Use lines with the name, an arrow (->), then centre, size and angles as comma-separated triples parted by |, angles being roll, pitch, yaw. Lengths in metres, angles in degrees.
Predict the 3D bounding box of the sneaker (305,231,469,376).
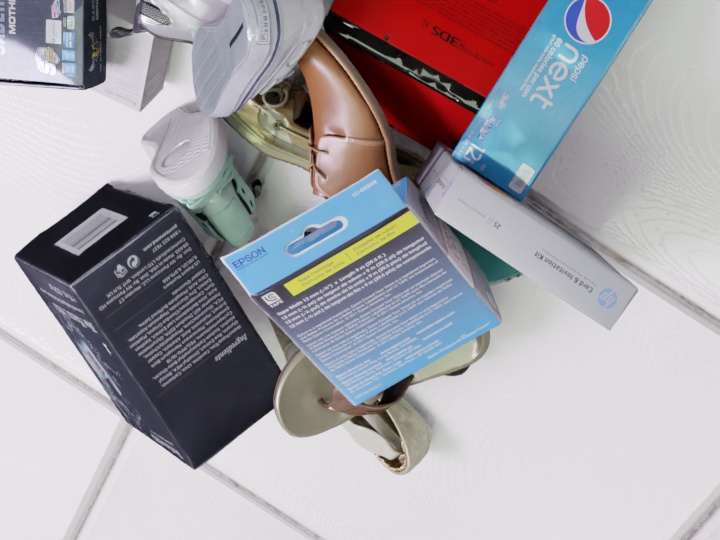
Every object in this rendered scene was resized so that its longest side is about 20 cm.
sneaker -> 0.009, 0.029, 1.593 | 0.199, 0.076, 0.088 | 30, 166, -10

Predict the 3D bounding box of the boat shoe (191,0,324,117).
boat shoe -> -0.077, -0.160, 1.371 | 0.200, 0.066, 0.074 | 165, 98, -71

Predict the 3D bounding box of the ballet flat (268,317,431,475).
ballet flat -> -0.013, 0.105, 1.650 | 0.200, 0.062, 0.067 | 43, 131, -7

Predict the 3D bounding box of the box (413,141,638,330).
box -> 0.120, -0.030, 1.376 | 0.155, 0.200, 0.041 | 33, 96, -8

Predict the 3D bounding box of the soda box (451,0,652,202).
soda box -> 0.146, -0.154, 1.318 | 0.064, 0.068, 0.201 | 33, 106, 0

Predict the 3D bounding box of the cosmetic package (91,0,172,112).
cosmetic package -> -0.256, -0.216, 1.544 | 0.198, 0.051, 0.083 | 25, 128, 9

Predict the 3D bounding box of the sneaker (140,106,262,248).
sneaker -> -0.117, -0.069, 1.514 | 0.074, 0.200, 0.118 | -40, 108, -1

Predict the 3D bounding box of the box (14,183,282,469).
box -> -0.184, 0.045, 1.599 | 0.201, 0.117, 0.196 | 58, 164, -20

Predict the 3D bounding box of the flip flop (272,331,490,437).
flip flop -> 0.015, 0.085, 1.525 | 0.198, 0.058, 0.082 | -21, 113, 13

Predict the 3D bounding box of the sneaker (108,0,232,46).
sneaker -> -0.165, -0.242, 1.441 | 0.200, 0.078, 0.140 | 43, 117, -7

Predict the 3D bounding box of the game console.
game console -> 0.078, -0.173, 1.427 | 0.199, 0.119, 0.174 | 29, 101, 4

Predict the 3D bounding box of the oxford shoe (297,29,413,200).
oxford shoe -> -0.014, -0.097, 1.420 | 0.201, 0.071, 0.071 | 66, 166, -20

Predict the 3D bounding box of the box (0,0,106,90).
box -> -0.285, -0.253, 1.477 | 0.156, 0.051, 0.202 | 7, 105, 15

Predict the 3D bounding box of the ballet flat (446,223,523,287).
ballet flat -> 0.061, -0.012, 1.511 | 0.198, 0.072, 0.072 | -16, 120, 1

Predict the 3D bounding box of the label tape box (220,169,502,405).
label tape box -> 0.000, 0.000, 1.409 | 0.142, 0.066, 0.200 | -30, 130, 14

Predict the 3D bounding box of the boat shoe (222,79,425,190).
boat shoe -> -0.036, -0.117, 1.495 | 0.200, 0.073, 0.063 | 37, 120, -3
